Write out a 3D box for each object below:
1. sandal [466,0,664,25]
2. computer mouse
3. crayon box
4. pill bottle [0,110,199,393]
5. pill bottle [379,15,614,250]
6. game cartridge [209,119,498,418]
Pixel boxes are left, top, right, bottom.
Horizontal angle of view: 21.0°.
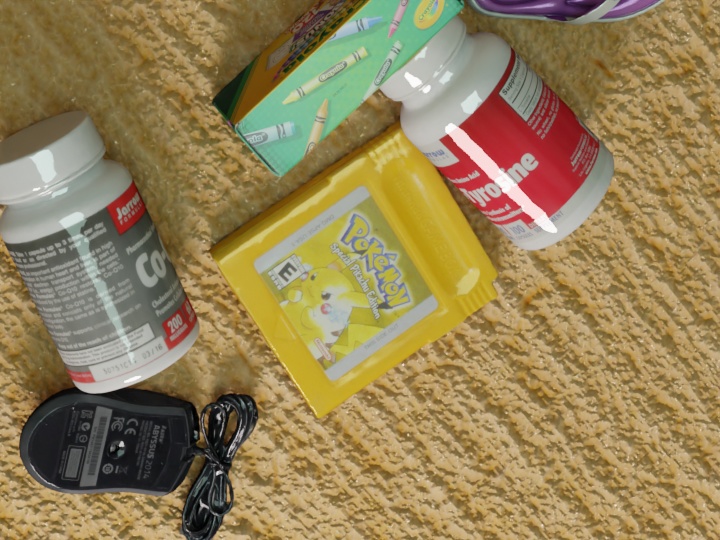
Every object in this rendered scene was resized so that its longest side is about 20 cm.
[{"bbox_3d":[0.185,-0.239,1.602,0.200,0.050,0.083,-12,107,-10],"label":"sandal"},{"bbox_3d":[-0.195,0.147,1.620,0.198,0.053,0.140,13,103,-27],"label":"computer mouse"},{"bbox_3d":[-0.020,-0.171,1.535,0.200,0.119,0.058,-43,110,0],"label":"crayon box"},{"bbox_3d":[-0.215,-0.016,1.533,0.113,0.114,0.202,-25,109,-5],"label":"pill bottle"},{"bbox_3d":[0.105,-0.119,1.582,0.200,0.112,0.112,43,92,-20],"label":"pill bottle"},{"bbox_3d":[0.000,0.000,1.633,0.199,0.032,0.177,-34,110,-2],"label":"game cartridge"}]
